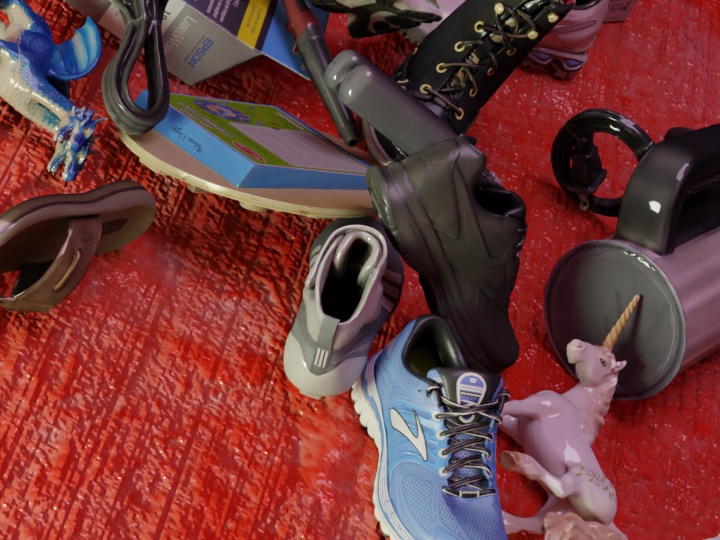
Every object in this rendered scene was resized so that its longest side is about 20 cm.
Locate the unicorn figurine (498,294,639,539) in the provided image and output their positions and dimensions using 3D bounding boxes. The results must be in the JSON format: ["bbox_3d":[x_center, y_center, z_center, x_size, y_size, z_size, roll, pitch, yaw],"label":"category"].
[{"bbox_3d":[0.128,0.111,1.568,0.137,0.074,0.201,10,57,-31],"label":"unicorn figurine"}]

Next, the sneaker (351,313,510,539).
[{"bbox_3d":[0.051,0.107,1.484,0.078,0.089,0.201,8,42,-29],"label":"sneaker"}]

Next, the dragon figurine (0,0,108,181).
[{"bbox_3d":[-0.213,-0.144,1.604,0.099,0.059,0.201,21,40,-19],"label":"dragon figurine"}]

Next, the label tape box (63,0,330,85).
[{"bbox_3d":[-0.124,-0.209,1.745,0.200,0.063,0.144,33,34,-13],"label":"label tape box"}]

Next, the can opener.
[{"bbox_3d":[0.041,-0.076,1.666,0.200,0.067,0.053,36,9,-37],"label":"can opener"}]

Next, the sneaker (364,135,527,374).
[{"bbox_3d":[0.077,-0.008,1.576,0.200,0.090,0.076,61,1,-44],"label":"sneaker"}]

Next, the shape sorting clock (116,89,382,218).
[{"bbox_3d":[-0.071,-0.076,1.619,0.199,0.039,0.200,18,16,-5],"label":"shape sorting clock"}]

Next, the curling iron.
[{"bbox_3d":[-0.047,-0.168,1.697,0.049,0.026,0.201,-13,63,-31],"label":"curling iron"}]

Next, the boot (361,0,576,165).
[{"bbox_3d":[0.083,-0.157,1.763,0.073,0.154,0.204,41,32,-10],"label":"boot"}]

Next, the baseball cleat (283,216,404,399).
[{"bbox_3d":[0.000,0.000,1.557,0.069,0.107,0.200,17,34,-4],"label":"baseball cleat"}]

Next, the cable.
[{"bbox_3d":[-0.156,-0.175,1.615,0.097,0.050,0.201,12,60,-45],"label":"cable"}]

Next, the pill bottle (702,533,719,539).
[{"bbox_3d":[0.295,0.205,1.537,0.199,0.111,0.111,-3,48,-40],"label":"pill bottle"}]

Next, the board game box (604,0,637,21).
[{"bbox_3d":[0.216,-0.321,2.031,0.105,0.200,0.103,-8,52,-44],"label":"board game box"}]

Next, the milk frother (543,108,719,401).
[{"bbox_3d":[0.193,-0.020,1.733,0.199,0.182,0.188,2,15,37],"label":"milk frother"}]

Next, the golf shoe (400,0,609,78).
[{"bbox_3d":[0.116,-0.219,1.922,0.199,0.097,0.078,1,48,-35],"label":"golf shoe"}]

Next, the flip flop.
[{"bbox_3d":[-0.190,-0.006,1.454,0.200,0.081,0.058,-19,73,-55],"label":"flip flop"}]

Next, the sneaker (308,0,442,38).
[{"bbox_3d":[0.012,-0.232,1.776,0.200,0.076,0.089,28,56,-73],"label":"sneaker"}]

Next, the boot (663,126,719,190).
[{"bbox_3d":[0.338,-0.036,1.894,0.199,0.072,0.167,18,39,-14],"label":"boot"}]
